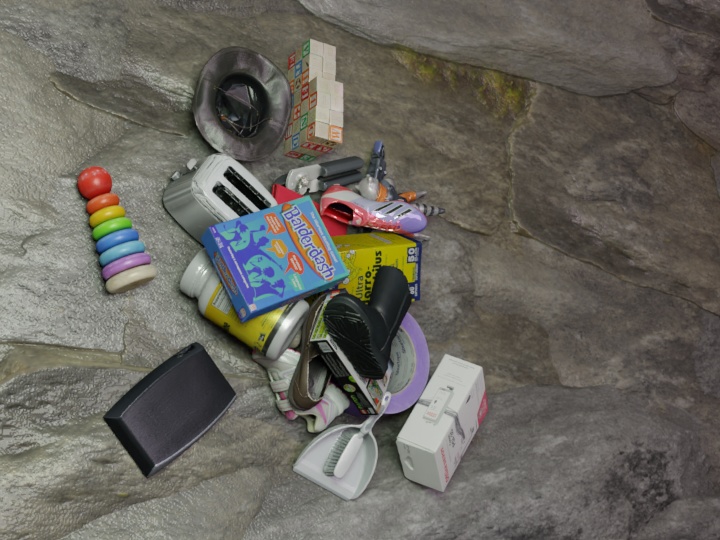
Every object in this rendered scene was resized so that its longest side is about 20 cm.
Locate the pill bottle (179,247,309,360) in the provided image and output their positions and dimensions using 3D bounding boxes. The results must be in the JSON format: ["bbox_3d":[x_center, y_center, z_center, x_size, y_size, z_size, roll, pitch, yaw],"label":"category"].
[{"bbox_3d":[-0.192,0.050,1.557,0.199,0.113,0.113,33,59,6],"label":"pill bottle"}]

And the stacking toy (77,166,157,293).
[{"bbox_3d":[-0.393,-0.071,1.501,0.085,0.085,0.202,-19,86,-36],"label":"stacking toy"}]

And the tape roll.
[{"bbox_3d":[0.024,0.163,1.728,0.198,0.085,0.203,9,75,-33],"label":"tape roll"}]

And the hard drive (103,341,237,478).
[{"bbox_3d":[-0.295,0.218,1.518,0.200,0.042,0.136,-40,102,-34],"label":"hard drive"}]

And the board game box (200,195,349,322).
[{"bbox_3d":[-0.133,-0.022,1.510,0.199,0.045,0.153,-22,78,-37],"label":"board game box"}]

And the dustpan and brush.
[{"bbox_3d":[-0.010,0.293,1.645,0.139,0.057,0.201,33,83,-23],"label":"dustpan and brush"}]

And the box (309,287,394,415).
[{"bbox_3d":[-0.010,0.138,1.579,0.201,0.034,0.111,59,37,-37],"label":"box"}]

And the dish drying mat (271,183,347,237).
[{"bbox_3d":[-0.094,-0.088,1.714,0.199,0.018,0.078,25,66,-48],"label":"dish drying mat"}]

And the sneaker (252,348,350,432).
[{"bbox_3d":[-0.112,0.204,1.625,0.200,0.081,0.089,40,64,-14],"label":"sneaker"}]

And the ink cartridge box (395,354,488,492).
[{"bbox_3d":[0.154,0.282,1.749,0.201,0.082,0.147,-55,149,-31],"label":"ink cartridge box"}]

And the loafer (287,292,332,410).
[{"bbox_3d":[-0.060,0.136,1.581,0.072,0.071,0.203,19,77,-28],"label":"loafer"}]

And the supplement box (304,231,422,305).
[{"bbox_3d":[0.000,0.000,1.700,0.198,0.109,0.110,-7,106,-27],"label":"supplement box"}]

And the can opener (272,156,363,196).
[{"bbox_3d":[-0.074,-0.179,1.757,0.199,0.066,0.053,-17,126,-43],"label":"can opener"}]

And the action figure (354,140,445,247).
[{"bbox_3d":[0.067,-0.150,1.822,0.192,0.104,0.203,16,76,-44],"label":"action figure"}]

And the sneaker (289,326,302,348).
[{"bbox_3d":[-0.146,0.034,1.649,0.079,0.071,0.203,7,75,-35],"label":"sneaker"}]

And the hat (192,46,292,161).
[{"bbox_3d":[-0.216,-0.285,1.675,0.198,0.081,0.204,4,82,-27],"label":"hat"}]

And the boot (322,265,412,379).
[{"bbox_3d":[0.016,0.054,1.527,0.201,0.075,0.169,62,38,-44],"label":"boot"}]

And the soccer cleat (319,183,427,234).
[{"bbox_3d":[0.021,-0.099,1.720,0.198,0.067,0.077,18,40,2],"label":"soccer cleat"}]

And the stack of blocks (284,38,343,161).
[{"bbox_3d":[-0.085,-0.317,1.750,0.058,0.115,0.203,10,72,-32],"label":"stack of blocks"}]

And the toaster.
[{"bbox_3d":[-0.226,-0.104,1.591,0.200,0.129,0.114,44,59,-18],"label":"toaster"}]
